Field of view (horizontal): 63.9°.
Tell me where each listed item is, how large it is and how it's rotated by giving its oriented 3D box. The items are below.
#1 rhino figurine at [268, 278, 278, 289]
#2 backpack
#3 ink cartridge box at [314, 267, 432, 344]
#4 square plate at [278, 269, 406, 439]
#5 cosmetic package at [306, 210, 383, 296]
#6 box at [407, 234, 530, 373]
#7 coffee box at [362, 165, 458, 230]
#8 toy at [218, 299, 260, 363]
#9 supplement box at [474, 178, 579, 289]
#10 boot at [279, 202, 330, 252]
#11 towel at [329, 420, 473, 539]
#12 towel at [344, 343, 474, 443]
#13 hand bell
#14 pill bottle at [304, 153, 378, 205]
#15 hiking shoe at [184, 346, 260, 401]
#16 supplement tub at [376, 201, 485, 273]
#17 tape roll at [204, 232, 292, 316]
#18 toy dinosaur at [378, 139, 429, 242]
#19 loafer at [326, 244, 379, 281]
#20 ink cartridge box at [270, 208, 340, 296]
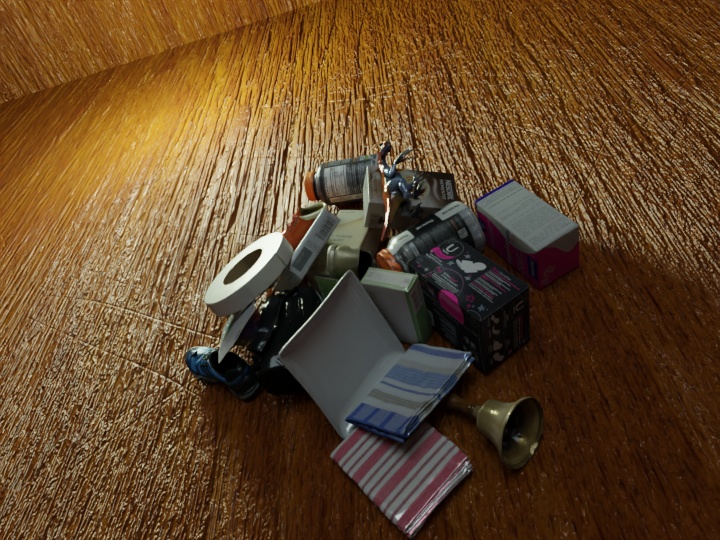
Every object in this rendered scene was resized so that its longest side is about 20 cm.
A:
[{"bbox_3d":[-0.247,0.035,1.246,0.197,0.060,0.088,-30,16,25],"label":"rhino figurine"},{"bbox_3d":[-0.119,0.127,1.070,0.162,0.129,0.202,-7,39,-3],"label":"backpack"},{"bbox_3d":[0.025,0.061,1.063,0.196,0.148,0.048,11,49,32],"label":"ink cartridge box"},{"bbox_3d":[-0.027,0.140,0.974,0.028,0.200,0.201,-3,38,51],"label":"square plate"},{"bbox_3d":[-0.030,-0.038,1.251,0.101,0.074,0.203,2,47,25],"label":"cosmetic package"},{"bbox_3d":[0.190,0.053,1.013,0.113,0.134,0.200,-30,41,-17],"label":"box"},{"bbox_3d":[0.106,-0.153,1.247,0.194,0.081,0.117,3,52,-7],"label":"coffee box"},{"bbox_3d":[-0.221,0.102,1.101,0.116,0.047,0.200,-56,20,4],"label":"toy"},{"bbox_3d":[0.320,-0.074,1.119,0.102,0.103,0.200,-29,41,-10],"label":"supplement box"},{"bbox_3d":[-0.150,-0.096,1.340,0.195,0.109,0.076,-16,42,8],"label":"boot"},{"bbox_3d":[0.058,0.294,0.892,0.146,0.030,0.198,-39,41,-20],"label":"towel"},{"bbox_3d":[0.080,0.192,0.947,0.145,0.024,0.199,2,35,50],"label":"towel"},{"bbox_3d":[0.173,0.217,0.899,0.104,0.106,0.198,-43,32,-24],"label":"hand bell"},{"bbox_3d":[-0.039,-0.220,1.425,0.195,0.108,0.108,-6,42,17],"label":"pill bottle"},{"bbox_3d":[-0.273,0.175,1.111,0.196,0.088,0.075,13,50,33],"label":"hiking shoe"},{"bbox_3d":[0.138,-0.039,1.142,0.197,0.124,0.123,-29,41,-11],"label":"supplement tub"},{"bbox_3d":[-0.219,0.005,1.127,0.200,0.037,0.204,-33,23,16],"label":"tape roll"},{"bbox_3d":[0.062,-0.184,1.161,0.198,0.106,0.181,-34,47,-17],"label":"toy dinosaur"},{"bbox_3d":[0.000,0.000,1.120,0.067,0.199,0.078,4,83,24],"label":"loafer"},{"bbox_3d":[-0.122,-0.017,1.211,0.047,0.200,0.162,31,62,-3],"label":"ink cartridge box"}]
